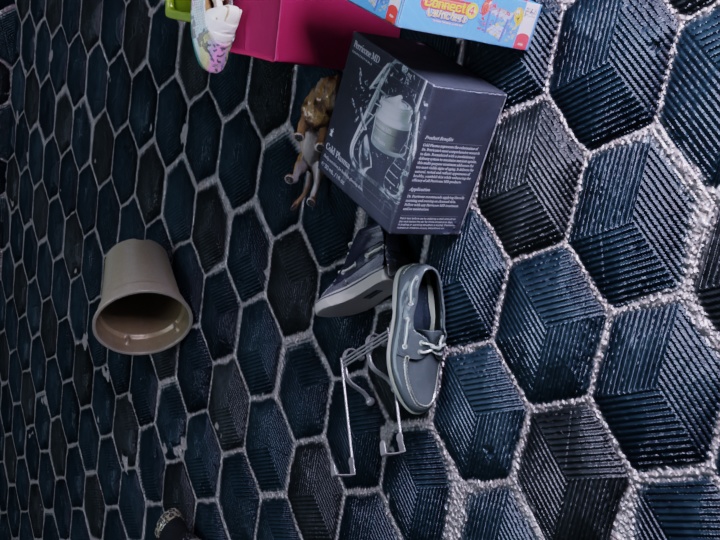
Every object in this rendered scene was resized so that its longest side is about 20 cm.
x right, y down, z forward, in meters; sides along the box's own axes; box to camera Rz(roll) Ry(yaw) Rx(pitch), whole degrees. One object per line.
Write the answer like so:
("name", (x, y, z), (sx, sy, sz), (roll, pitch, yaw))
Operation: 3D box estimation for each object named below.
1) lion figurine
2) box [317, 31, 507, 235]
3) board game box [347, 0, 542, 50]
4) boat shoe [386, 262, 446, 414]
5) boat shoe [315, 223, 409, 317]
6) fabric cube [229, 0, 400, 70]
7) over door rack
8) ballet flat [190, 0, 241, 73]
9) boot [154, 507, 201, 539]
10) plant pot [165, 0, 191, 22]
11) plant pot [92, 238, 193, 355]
("lion figurine", (-0.072, -0.197, 1.467), (0.123, 0.072, 0.201), (-77, 9, -46))
("box", (0.060, -0.177, 1.231), (0.200, 0.123, 0.198), (45, 125, 46))
("board game box", (0.077, -0.329, 1.128), (0.196, 0.199, 0.056), (42, 124, 46))
("boat shoe", (0.080, 0.089, 1.258), (0.062, 0.072, 0.202), (-13, 76, 59))
("boat shoe", (0.000, 0.000, 1.383), (0.200, 0.074, 0.093), (-27, 62, 45))
("fabric cube", (-0.072, -0.392, 1.347), (0.200, 0.198, 0.198), (29, 116, 52))
("over door rack", (0.025, 0.184, 1.333), (0.148, 0.066, 0.201), (-38, 40, 50))
("ballet flat", (-0.196, -0.376, 1.308), (0.071, 0.069, 0.202), (-3, 89, 36))
("boot", (-0.382, 0.614, 1.974), (0.154, 0.073, 0.205), (34, 113, 53))
("plant pot", (-0.190, -0.492, 1.532), (0.200, 0.181, 0.200), (27, 113, 53))
("plant pot", (-0.457, 0.041, 1.973), (0.201, 0.199, 0.184), (-59, 35, 39))
